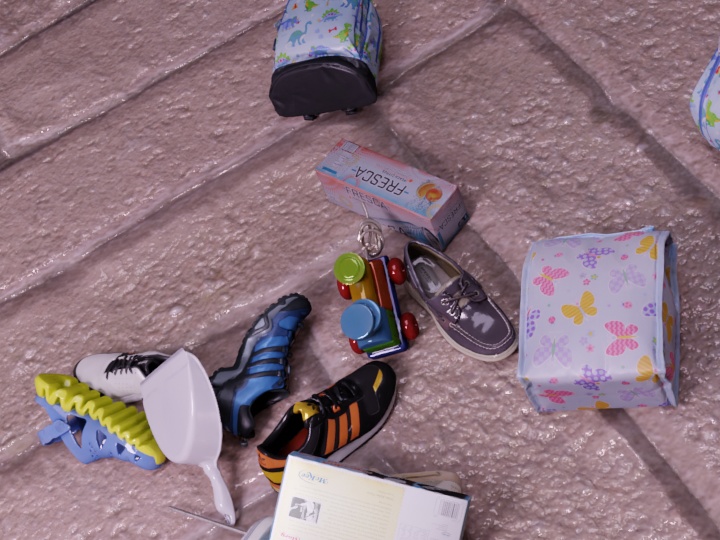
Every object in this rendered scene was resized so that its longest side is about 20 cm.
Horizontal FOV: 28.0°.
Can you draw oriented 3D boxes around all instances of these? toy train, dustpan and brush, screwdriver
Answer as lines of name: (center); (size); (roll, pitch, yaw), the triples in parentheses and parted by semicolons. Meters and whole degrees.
toy train: (0.000, 0.000, 1.726); (0.085, 0.116, 0.200); (-16, 75, 16)
dustpan and brush: (-0.190, 0.204, 1.681); (0.057, 0.140, 0.200); (-2, 68, -34)
screwdriver: (-0.140, 0.300, 1.641); (0.200, 0.028, 0.029); (9, 49, 24)

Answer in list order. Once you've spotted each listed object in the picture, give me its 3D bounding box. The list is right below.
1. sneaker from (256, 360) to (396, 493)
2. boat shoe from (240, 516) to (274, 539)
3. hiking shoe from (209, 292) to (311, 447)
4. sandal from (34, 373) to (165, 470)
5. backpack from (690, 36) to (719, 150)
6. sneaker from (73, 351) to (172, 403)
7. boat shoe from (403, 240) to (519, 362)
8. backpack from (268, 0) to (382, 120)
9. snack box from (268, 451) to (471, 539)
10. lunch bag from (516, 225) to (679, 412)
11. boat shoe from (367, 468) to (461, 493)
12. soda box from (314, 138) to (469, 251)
sneaker: (-0.037, 0.169, 1.666); (0.200, 0.090, 0.070); (-44, 52, -15)
boat shoe: (-0.154, 0.350, 1.572); (0.071, 0.070, 0.201); (22, 74, 34)
hiking shoe: (-0.112, 0.119, 1.757); (0.087, 0.074, 0.200); (32, 71, 15)
sandal: (-0.323, 0.200, 1.770); (0.200, 0.079, 0.087); (24, 102, 25)
backpack: (0.492, -0.226, 1.739); (0.154, 0.163, 0.200); (4, 61, 35)
sneaker: (-0.276, 0.125, 1.796); (0.200, 0.080, 0.074); (4, 57, 25)
boat shoe: (0.112, 0.034, 1.732); (0.072, 0.065, 0.200); (-36, 50, -8)
backpack: (-0.042, -0.327, 2.034); (0.163, 0.154, 0.200); (-4, 40, 26)
snack box: (0.008, 0.273, 1.535); (0.200, 0.037, 0.116); (13, 92, 9)
lunch bag: (0.272, 0.051, 1.624); (0.169, 0.127, 0.200); (-5, 62, 19)
boat shoe: (0.014, 0.256, 1.597); (0.200, 0.072, 0.065); (-7, 41, 14)
soda box: (0.039, -0.099, 1.860); (0.200, 0.068, 0.064); (26, 66, 35)
